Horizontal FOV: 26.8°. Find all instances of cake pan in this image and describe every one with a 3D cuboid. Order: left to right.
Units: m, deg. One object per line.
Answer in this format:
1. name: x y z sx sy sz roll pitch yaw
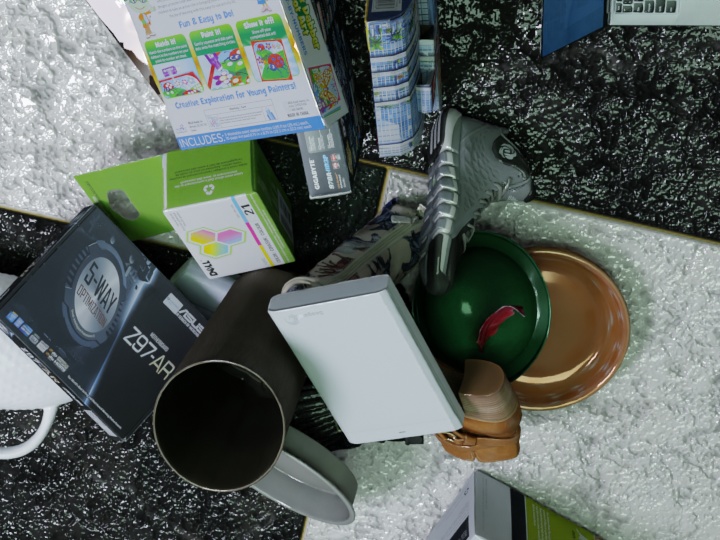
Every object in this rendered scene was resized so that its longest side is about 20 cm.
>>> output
1. cake pan: -0.086 0.220 1.714 0.198 0.037 0.201 25 156 12

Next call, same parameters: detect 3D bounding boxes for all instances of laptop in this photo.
1. laptop: 0.271 -0.310 1.444 0.197 0.116 0.190 1 117 4

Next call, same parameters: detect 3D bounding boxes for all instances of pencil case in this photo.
1. pencil case: 0.000 0.000 1.572 0.077 0.200 0.090 34 133 16

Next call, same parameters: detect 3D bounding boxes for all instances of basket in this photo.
1. basket: -0.117 0.101 1.578 0.135 0.201 0.181 26 128 -1

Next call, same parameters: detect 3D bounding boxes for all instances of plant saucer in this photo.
1. plant saucer: 0.199 0.061 1.676 0.197 0.038 0.203 2 117 3

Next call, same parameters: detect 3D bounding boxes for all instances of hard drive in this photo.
1. hard drive: 0.008 0.093 1.508 0.130 0.026 0.201 -10 130 25

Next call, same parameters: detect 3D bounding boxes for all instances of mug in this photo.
1. mug: -0.389 0.106 1.667 0.173 0.148 0.203 10 87 -11

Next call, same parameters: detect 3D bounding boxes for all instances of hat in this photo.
1. hat: 0.093 0.049 1.555 0.165 0.175 0.201 42 118 17

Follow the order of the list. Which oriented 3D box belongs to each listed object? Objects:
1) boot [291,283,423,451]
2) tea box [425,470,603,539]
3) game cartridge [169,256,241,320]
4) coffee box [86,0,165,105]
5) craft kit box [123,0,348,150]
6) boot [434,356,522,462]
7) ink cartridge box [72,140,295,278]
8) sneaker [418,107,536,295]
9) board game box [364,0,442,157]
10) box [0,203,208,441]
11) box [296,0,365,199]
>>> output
1. boot: -0.013 0.117 1.695 0.155 0.080 0.214 -3 116 6
2. tea box: 0.164 0.384 1.782 0.195 0.134 0.201 30 115 -10
3. game cartridge: -0.187 0.087 1.718 0.132 0.042 0.201 22 116 -11
4. coffee box: -0.177 -0.244 1.528 0.112 0.080 0.201 -31 110 19
5. craft kit box: -0.125 -0.220 1.410 0.198 0.048 0.200 -3 118 40
6. boot: 0.080 0.140 1.626 0.197 0.077 0.156 6 147 18
7. ink cartridge box: -0.183 -0.055 1.589 0.197 0.077 0.148 -12 149 10
8. sneaker: 0.126 -0.066 1.552 0.114 0.203 0.075 10 161 -12
9. board game box: 0.046 -0.212 1.489 0.061 0.201 0.202 -3 131 6
10. box: -0.274 0.057 1.617 0.200 0.043 0.160 48 70 -16
11. box: -0.039 -0.195 1.499 0.045 0.159 0.202 -7 116 9
